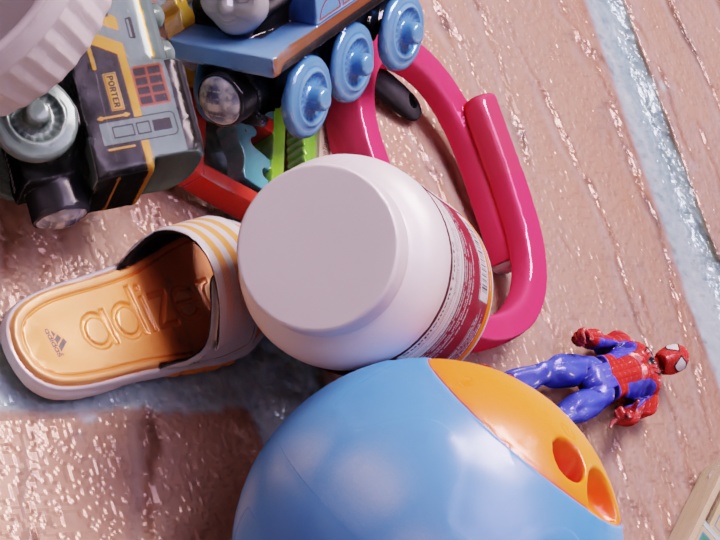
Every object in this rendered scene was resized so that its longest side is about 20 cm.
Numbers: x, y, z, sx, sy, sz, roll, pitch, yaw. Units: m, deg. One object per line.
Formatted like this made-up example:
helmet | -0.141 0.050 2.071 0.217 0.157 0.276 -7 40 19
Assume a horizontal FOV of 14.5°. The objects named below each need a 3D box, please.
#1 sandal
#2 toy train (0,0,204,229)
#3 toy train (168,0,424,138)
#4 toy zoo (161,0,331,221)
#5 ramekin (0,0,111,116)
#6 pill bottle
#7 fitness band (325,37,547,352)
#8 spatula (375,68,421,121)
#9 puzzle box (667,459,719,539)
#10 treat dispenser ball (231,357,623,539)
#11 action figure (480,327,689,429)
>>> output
sandal | -0.100 0.017 1.493 0.206 0.059 0.079 -24 83 -51
toy train | -0.155 -0.120 1.486 0.113 0.085 0.201 -10 73 -20
toy train | -0.031 -0.152 1.584 0.200 0.086 0.115 -39 132 -50
toy zoo | -0.093 -0.104 1.595 0.200 0.020 0.132 29 48 -37
ramekin | -0.211 -0.164 1.395 0.105 0.199 0.201 40 29 -71
pill bottle | 0.000 0.000 1.503 0.114 0.112 0.200 67 9 12
fitness band | 0.044 -0.048 1.689 0.143 0.037 0.201 -9 77 -51
spatula | -0.035 -0.143 1.695 0.200 0.021 0.057 32 45 -28
puzzle box | 0.262 0.227 1.754 0.200 0.025 0.133 48 41 -11
treat dispenser ball | 0.034 0.144 1.438 0.200 0.201 0.202 25 49 -33
action figure | 0.138 0.069 1.716 0.199 0.052 0.066 -12 71 -51
